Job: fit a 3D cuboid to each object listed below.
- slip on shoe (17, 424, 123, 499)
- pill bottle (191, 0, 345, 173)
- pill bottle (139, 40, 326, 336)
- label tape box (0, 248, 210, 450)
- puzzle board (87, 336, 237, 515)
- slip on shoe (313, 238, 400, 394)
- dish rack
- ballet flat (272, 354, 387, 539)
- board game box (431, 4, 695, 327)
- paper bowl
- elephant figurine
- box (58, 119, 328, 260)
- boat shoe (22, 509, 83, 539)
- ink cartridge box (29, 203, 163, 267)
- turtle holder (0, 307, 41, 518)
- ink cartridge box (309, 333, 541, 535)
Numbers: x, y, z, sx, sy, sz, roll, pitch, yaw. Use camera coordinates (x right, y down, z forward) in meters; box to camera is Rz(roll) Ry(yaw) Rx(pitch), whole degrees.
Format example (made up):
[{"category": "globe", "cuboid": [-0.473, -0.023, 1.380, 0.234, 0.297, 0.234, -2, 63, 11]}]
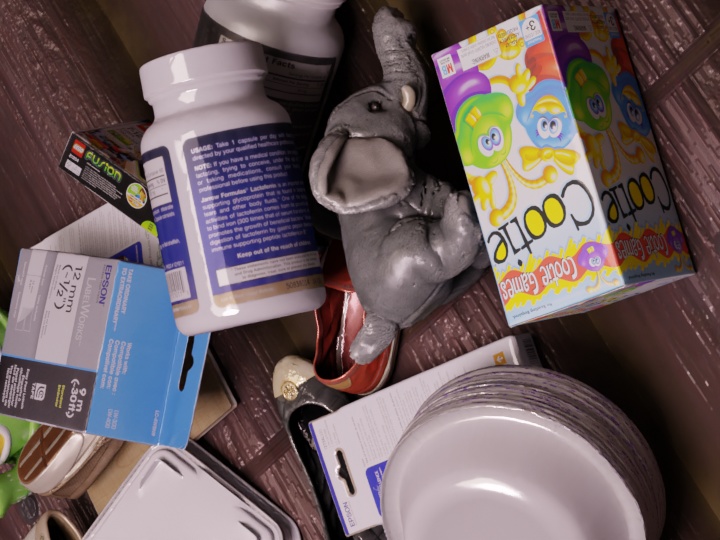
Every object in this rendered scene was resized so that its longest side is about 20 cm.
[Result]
[{"category": "slip on shoe", "cuboid": [-0.215, 0.120, 1.771, 0.200, 0.060, 0.076, -51, 35, 11]}, {"category": "pill bottle", "cuboid": [-0.079, -0.155, 1.612, 0.116, 0.116, 0.201, 32, 113, 32]}, {"category": "pill bottle", "cuboid": [-0.098, -0.060, 1.510, 0.115, 0.115, 0.202, -12, 89, 39]}, {"category": "label tape box", "cuboid": [-0.212, 0.062, 1.688, 0.199, 0.066, 0.145, 6, 84, 46]}, {"category": "puzzle board", "cuboid": [-0.199, 0.104, 1.801, 0.200, 0.017, 0.151, -40, 69, 34]}, {"category": "slip on shoe", "cuboid": [0.000, 0.000, 1.601, 0.074, 0.061, 0.202, 15, 102, 39]}, {"category": "dish rack", "cuboid": [-0.164, 0.251, 1.706, 0.171, 0.044, 0.201, 35, 86, 22]}, {"category": "ballet flat", "cuboid": [-0.022, 0.159, 1.637, 0.066, 0.057, 0.201, -35, 73, 37]}, {"category": "board game box", "cuboid": [0.143, -0.075, 1.449, 0.103, 0.104, 0.202, -21, 82, 37]}, {"category": "paper bowl", "cuboid": [0.109, 0.177, 1.457, 0.199, 0.104, 0.202, 11, 122, 18]}, {"category": "elephant figurine", "cuboid": [0.014, -0.068, 1.526, 0.200, 0.155, 0.142, 49, 132, 10]}, {"category": "box", "cuboid": [-0.135, -0.052, 1.651, 0.199, 0.110, 0.035, 34, 114, 19]}, {"category": "boat shoe", "cuboid": [-0.232, 0.297, 1.766, 0.201, 0.072, 0.065, 54, 125, 26]}, {"category": "ink cartridge box", "cuboid": [-0.219, -0.005, 1.779, 0.199, 0.037, 0.096, -24, 63, 36]}, {"category": "turtle holder", "cuboid": [-0.353, 0.126, 1.841, 0.140, 0.131, 0.187, -2, 97, 51]}, {"category": "ink cartridge box", "cuboid": [0.058, 0.127, 1.562, 0.199, 0.037, 0.095, -25, 80, 29]}]
